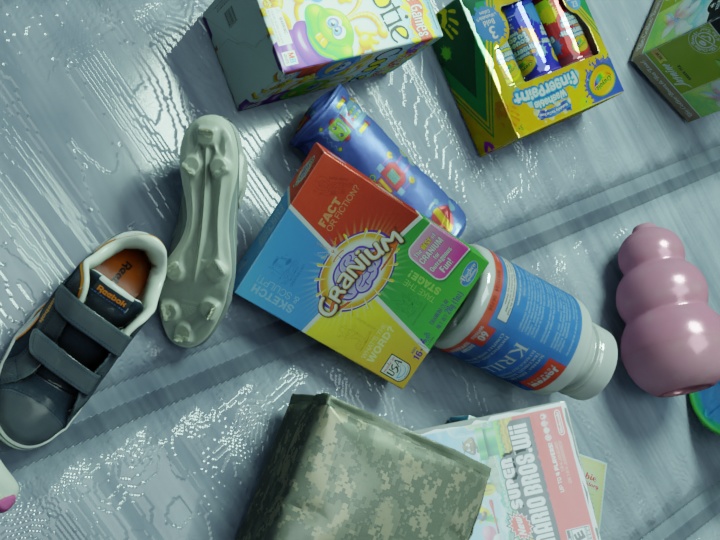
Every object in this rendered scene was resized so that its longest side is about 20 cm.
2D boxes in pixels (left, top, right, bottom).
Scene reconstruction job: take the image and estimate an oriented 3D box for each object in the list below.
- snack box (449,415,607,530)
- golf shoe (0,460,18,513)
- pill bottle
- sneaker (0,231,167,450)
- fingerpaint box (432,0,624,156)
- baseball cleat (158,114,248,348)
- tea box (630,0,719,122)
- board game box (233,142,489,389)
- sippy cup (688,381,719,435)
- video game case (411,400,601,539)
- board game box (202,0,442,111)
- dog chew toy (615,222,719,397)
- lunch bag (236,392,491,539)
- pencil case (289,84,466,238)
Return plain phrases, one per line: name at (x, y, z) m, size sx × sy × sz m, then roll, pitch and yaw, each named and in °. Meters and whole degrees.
snack box at (0.171, 0.234, 0.997) m, size 0.198 × 0.037 × 0.118 m, roll 22°, pitch 69°, yaw -26°
golf shoe at (-0.309, 0.087, 0.708) m, size 0.091 × 0.075 × 0.201 m, roll -44°, pitch 104°, yaw -35°
pill bottle at (0.170, 0.062, 0.994) m, size 0.198 × 0.112 × 0.114 m, roll 26°, pitch 66°, yaw -24°
sneaker at (-0.225, 0.048, 0.768) m, size 0.078 × 0.079 × 0.202 m, roll 36°, pitch 63°, yaw -21°
fingerpaint box at (0.194, -0.246, 1.107) m, size 0.198 × 0.073 × 0.169 m, roll -25°, pitch 92°, yaw -34°
baseball cleat at (-0.130, -0.035, 0.853) m, size 0.069 × 0.106 × 0.203 m, roll 12°, pitch 99°, yaw 7°
tea box at (0.490, -0.333, 1.243) m, size 0.133 × 0.196 × 0.201 m, roll 39°, pitch 60°, yaw -19°
board game box at (0.000, 0.000, 0.898) m, size 0.199 × 0.040 × 0.154 m, roll 31°, pitch 98°, yaw -22°
sippy cup at (0.497, 0.148, 1.180) m, size 0.129 × 0.139 × 0.180 m, roll 17°, pitch 94°, yaw -39°
video game case at (0.124, 0.216, 0.928) m, size 0.197 × 0.017 × 0.145 m, roll -10°, pitch 75°, yaw -10°
board game box at (-0.035, -0.242, 0.942) m, size 0.198 × 0.104 × 0.104 m, roll -22°, pitch 91°, yaw -33°
dog chew toy at (0.356, 0.042, 1.118) m, size 0.123 × 0.124 × 0.203 m, roll 3°, pitch 69°, yaw -32°
lunch bag at (0.010, 0.218, 0.843) m, size 0.198 × 0.117 × 0.166 m, roll 26°, pitch 74°, yaw -18°
pencil case at (0.018, -0.091, 0.955) m, size 0.200 × 0.087 × 0.078 m, roll 45°, pitch 83°, yaw -14°
